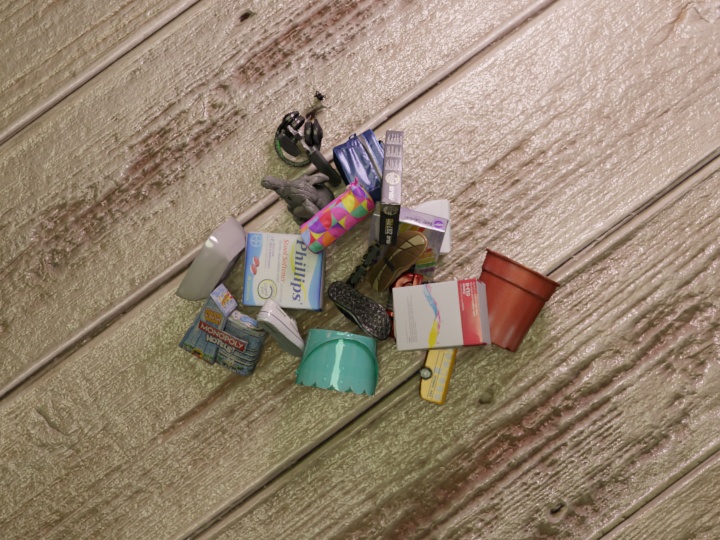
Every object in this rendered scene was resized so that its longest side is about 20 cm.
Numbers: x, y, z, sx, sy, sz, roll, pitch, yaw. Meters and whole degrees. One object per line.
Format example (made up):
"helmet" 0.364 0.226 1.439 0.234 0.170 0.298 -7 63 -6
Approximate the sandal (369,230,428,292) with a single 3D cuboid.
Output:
"sandal" 0.094 -0.024 1.619 0.200 0.053 0.081 -49 64 34

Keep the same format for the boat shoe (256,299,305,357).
"boat shoe" -0.181 0.144 1.660 0.072 0.201 0.068 3 57 29

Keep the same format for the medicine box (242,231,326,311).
"medicine box" -0.188 0.004 1.702 0.196 0.103 0.186 3 85 4

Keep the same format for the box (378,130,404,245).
"box" 0.069 -0.184 1.510 0.048 0.162 0.203 4 61 -1

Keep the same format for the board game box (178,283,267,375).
"board game box" -0.336 0.146 1.665 0.197 0.062 0.202 27 123 6

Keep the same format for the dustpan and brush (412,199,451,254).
"dustpan and brush" 0.129 -0.109 1.727 0.196 0.057 0.143 -1 84 -4

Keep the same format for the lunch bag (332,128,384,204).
"lunch bag" 0.018 -0.255 1.698 0.130 0.136 0.203 -25 85 -4

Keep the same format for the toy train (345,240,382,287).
"toy train" 0.000 0.000 1.678 0.034 0.046 0.201 32 123 -4

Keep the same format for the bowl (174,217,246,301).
"bowl" -0.356 -0.019 1.653 0.074 0.200 0.201 34 111 -2

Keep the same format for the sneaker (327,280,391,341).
"sneaker" 0.000 0.098 1.650 0.200 0.083 0.072 42 77 16

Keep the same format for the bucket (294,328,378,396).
"bucket" -0.052 0.224 1.629 0.203 0.207 0.138 7 80 4

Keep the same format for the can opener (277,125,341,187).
"can opener" -0.128 -0.289 1.716 0.066 0.053 0.200 -42 112 10

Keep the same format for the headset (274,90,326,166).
"headset" -0.148 -0.373 1.764 0.122 0.094 0.203 24 101 1

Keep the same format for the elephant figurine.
"elephant figurine" -0.138 -0.183 1.667 0.153 0.200 0.143 -30 83 0

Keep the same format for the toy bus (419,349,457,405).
"toy bus" 0.194 0.225 1.678 0.077 0.065 0.204 15 85 4

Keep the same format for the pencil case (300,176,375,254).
"pencil case" -0.056 -0.127 1.592 0.199 0.088 0.089 -40 83 15

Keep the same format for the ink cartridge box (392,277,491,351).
"ink cartridge box" 0.184 0.105 1.527 0.196 0.145 0.148 -7 82 18

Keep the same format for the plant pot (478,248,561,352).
"plant pot" 0.352 0.078 1.631 0.198 0.201 0.198 27 95 5

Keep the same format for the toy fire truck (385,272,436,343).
"toy fire truck" 0.079 0.088 1.683 0.196 0.129 0.180 15 85 -6

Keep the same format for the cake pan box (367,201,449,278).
"cake pan box" 0.109 -0.070 1.657 0.181 0.201 0.053 17 54 5
